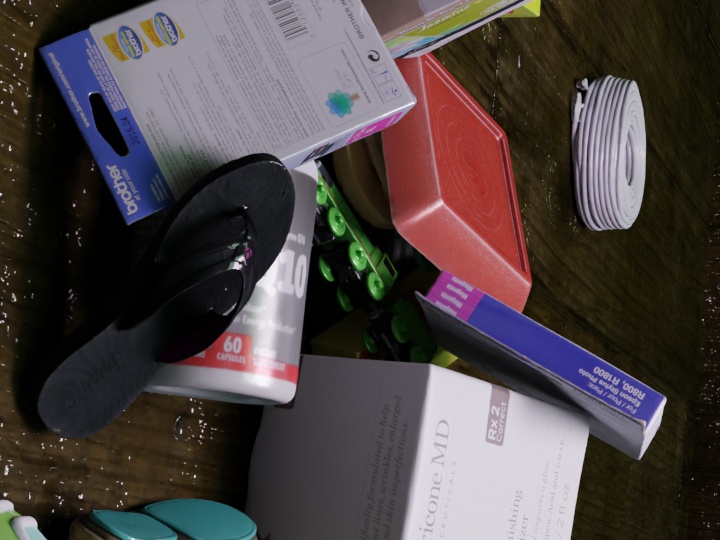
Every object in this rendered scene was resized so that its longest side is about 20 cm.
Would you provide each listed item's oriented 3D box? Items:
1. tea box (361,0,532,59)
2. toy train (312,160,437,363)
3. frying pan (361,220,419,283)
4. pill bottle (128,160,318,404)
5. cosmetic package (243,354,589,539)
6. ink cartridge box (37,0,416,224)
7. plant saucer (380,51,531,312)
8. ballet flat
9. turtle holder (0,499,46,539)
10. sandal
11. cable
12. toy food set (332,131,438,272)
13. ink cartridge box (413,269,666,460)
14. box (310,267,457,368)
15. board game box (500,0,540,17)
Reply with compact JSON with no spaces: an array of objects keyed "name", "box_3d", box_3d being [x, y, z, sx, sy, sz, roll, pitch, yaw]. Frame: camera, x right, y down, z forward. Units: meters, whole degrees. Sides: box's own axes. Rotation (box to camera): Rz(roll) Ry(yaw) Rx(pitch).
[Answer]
[{"name":"tea box","box_3d":[0.028,-0.269,1.206,0.202,0.132,0.196,68,24,-1]},{"name":"toy train","box_3d":[0.000,0.000,1.293,0.201,0.041,0.057,59,32,-19]},{"name":"frying pan","box_3d":[0.028,0.018,1.453,0.115,0.031,0.191,-56,147,-39]},{"name":"pill bottle","box_3d":[-0.086,-0.023,1.044,0.114,0.112,0.203,26,68,-67]},{"name":"cosmetic package","box_3d":[0.040,0.164,1.240,0.199,0.164,0.167,20,76,-46]},{"name":"ink cartridge box","box_3d":[-0.079,-0.109,0.983,0.199,0.042,0.120,-25,83,-26]},{"name":"plant saucer","box_3d":[0.079,-0.080,1.352,0.200,0.036,0.202,38,37,-48]},{"name":"ballet flat","box_3d":[-0.129,0.181,1.040,0.200,0.070,0.072,15,79,-69]},{"name":"turtle holder","box_3d":[-0.204,0.157,0.763,0.186,0.141,0.132,46,16,-8]},{"name":"sandal","box_3d":[-0.101,0.023,0.942,0.201,0.048,0.075,-49,134,4]},{"name":"cable","box_3d":[0.329,-0.153,2.183,0.200,0.068,0.203,-22,113,-67]},{"name":"toy food set","box_3d":[0.040,-0.095,1.390,0.198,0.048,0.202,45,33,-43]},{"name":"ink cartridge box","box_3d":[0.141,0.070,1.284,0.044,0.195,0.200,-58,167,-9]},{"name":"box","box_3d":[0.037,0.056,1.400,0.199,0.050,0.076,-31,124,-47]},{"name":"board game box","box_3d":[0.088,-0.267,1.491,0.200,0.100,0.048,7,85,-69]}]
